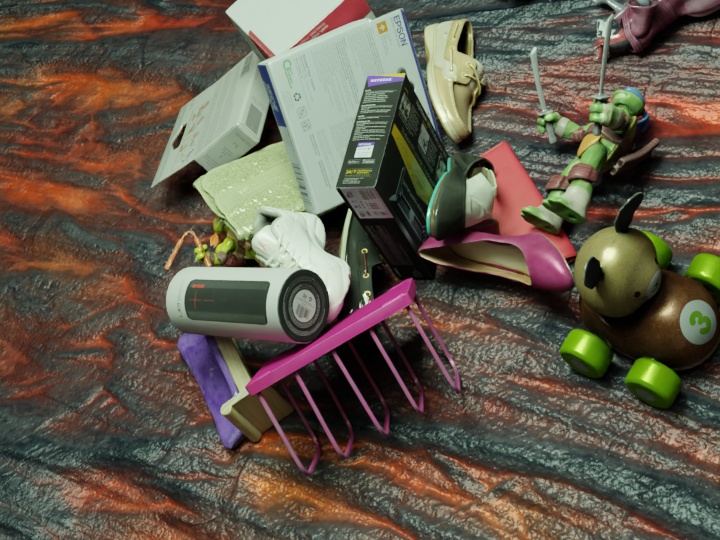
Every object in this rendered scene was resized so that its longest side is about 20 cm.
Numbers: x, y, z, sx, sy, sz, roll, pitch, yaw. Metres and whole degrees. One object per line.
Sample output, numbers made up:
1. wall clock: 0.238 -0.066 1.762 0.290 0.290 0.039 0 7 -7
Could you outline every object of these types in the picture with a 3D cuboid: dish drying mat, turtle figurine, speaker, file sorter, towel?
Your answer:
1. dish drying mat: 0.185 -0.070 1.402 0.076 0.018 0.201 -30 51 6
2. turtle figurine: -0.143 -0.032 1.502 0.160 0.065 0.200 28 54 27
3. speaker: -0.130 0.037 1.311 0.199 0.081 0.082 2 59 44
4. turtle figurine: 0.237 -0.156 1.330 0.143 0.200 0.195 12 68 44
5. file sorter: -0.001 0.118 1.278 0.199 0.139 0.126 -30 93 7
6. towel: -0.102 -0.111 1.506 0.199 0.037 0.148 -25 50 -26

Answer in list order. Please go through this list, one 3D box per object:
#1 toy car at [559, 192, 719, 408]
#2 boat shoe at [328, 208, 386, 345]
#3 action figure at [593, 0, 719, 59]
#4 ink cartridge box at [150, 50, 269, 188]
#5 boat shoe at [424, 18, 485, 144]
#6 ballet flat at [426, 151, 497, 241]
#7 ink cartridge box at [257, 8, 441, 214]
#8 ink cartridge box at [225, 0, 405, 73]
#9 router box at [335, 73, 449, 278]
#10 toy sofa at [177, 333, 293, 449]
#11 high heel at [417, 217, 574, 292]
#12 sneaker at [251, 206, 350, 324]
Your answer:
1. toy car: 0.281 0.012 1.186 0.157 0.200 0.165 23 72 35
2. boat shoe: 0.000 0.002 1.416 0.062 0.074 0.203 4 54 2
3. action figure: 0.373 -0.326 1.448 0.200 0.134 0.149 -43 93 10
4. ink cartridge box: -0.199 -0.204 1.624 0.175 0.045 0.201 -32 31 30
5. boat shoe: 0.127 -0.255 1.512 0.069 0.074 0.202 -19 53 19
6. ballet flat: 0.123 -0.092 1.349 0.068 0.069 0.200 3 27 12
7. ink cartridge box: -0.009 -0.199 1.447 0.199 0.201 0.041 -26 21 -22
8. ink cartridge box: -0.050 -0.292 1.543 0.144 0.200 0.145 -41 50 -2
9. router box: 0.048 -0.107 1.374 0.052 0.200 0.159 1 59 26
10. toy sofa: -0.171 0.112 1.414 0.097 0.083 0.201 -33 51 1
11. high heel: 0.150 -0.009 1.301 0.095 0.068 0.200 -26 36 -19
12. sneaker: -0.080 -0.009 1.357 0.078 0.099 0.200 -60 34 18
